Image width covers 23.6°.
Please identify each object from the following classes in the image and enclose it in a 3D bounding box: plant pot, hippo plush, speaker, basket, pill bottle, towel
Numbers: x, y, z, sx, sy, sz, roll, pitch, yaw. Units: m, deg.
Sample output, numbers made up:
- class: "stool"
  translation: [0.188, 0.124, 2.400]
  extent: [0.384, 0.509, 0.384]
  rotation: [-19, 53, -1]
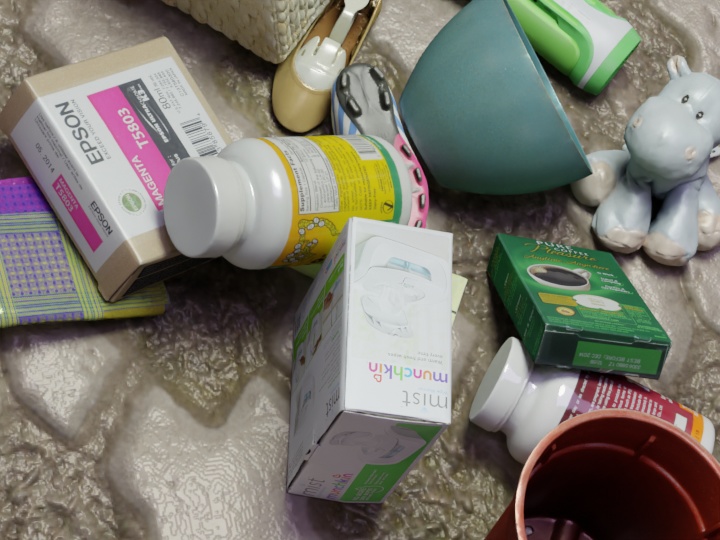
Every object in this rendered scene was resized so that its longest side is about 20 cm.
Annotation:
- class: "plant pot"
  translation: [0.192, 0.244, 1.442]
  extent: [0.201, 0.195, 0.201]
  rotation: [7, 63, -13]
- class: "hippo plush"
  translation: [0.319, -0.108, 1.677]
  extent: [0.200, 0.161, 0.159]
  rotation: [-37, 79, -28]
- class: "speaker"
  translation: [0.186, -0.269, 1.761]
  extent: [0.200, 0.088, 0.088]
  rotation: [39, 60, 4]
- class: "basket"
  translation: [-0.114, -0.333, 1.619]
  extent: [0.198, 0.200, 0.161]
  rotation: [30, 71, 12]
- class: "pill bottle"
  translation: [-0.063, -0.059, 1.483]
  extent: [0.200, 0.113, 0.113]
  rotation: [-5, 65, -39]
- class: "pill bottle"
  translation: [0.205, 0.141, 1.546]
  extent: [0.200, 0.113, 0.113]
  rotation: [27, 60, -3]
- class: "towel"
  translation: [-0.268, -0.017, 1.508]
  extent: [0.200, 0.023, 0.144]
  rotation: [-6, 67, -34]
- class: "plant pot"
  translation: [0.116, -0.151, 1.640]
  extent: [0.135, 0.200, 0.200]
  rotation: [-26, 71, 10]

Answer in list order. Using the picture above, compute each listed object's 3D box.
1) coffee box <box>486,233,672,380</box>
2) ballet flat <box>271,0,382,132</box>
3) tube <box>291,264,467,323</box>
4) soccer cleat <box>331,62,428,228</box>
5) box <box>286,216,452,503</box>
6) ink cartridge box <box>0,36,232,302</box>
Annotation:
- class: "coffee box"
  translation: [0.195, 0.031, 1.574]
  extent: [0.123, 0.044, 0.200]
  rotation: [8, 23, -14]
- class: "ballet flat"
  translation: [-0.031, -0.224, 1.685]
  extent: [0.069, 0.063, 0.200]
  rotation: [26, 60, -5]
- class: "tube"
  translation: [0.000, 0.000, 1.595]
  extent: [0.200, 0.052, 0.058]
  rotation: [24, 101, -8]
- class: "soccer cleat"
  translation: [0.018, -0.098, 1.625]
  extent: [0.070, 0.086, 0.200]
  rotation: [-9, 72, -9]
- class: "box"
  translation: [0.003, 0.081, 1.464]
  extent: [0.097, 0.200, 0.177]
  rotation: [8, 61, -13]
- class: "ink cartridge box"
  translation: [-0.198, -0.094, 1.535]
  extent: [0.165, 0.075, 0.200]
  rotation: [-26, 79, -42]
